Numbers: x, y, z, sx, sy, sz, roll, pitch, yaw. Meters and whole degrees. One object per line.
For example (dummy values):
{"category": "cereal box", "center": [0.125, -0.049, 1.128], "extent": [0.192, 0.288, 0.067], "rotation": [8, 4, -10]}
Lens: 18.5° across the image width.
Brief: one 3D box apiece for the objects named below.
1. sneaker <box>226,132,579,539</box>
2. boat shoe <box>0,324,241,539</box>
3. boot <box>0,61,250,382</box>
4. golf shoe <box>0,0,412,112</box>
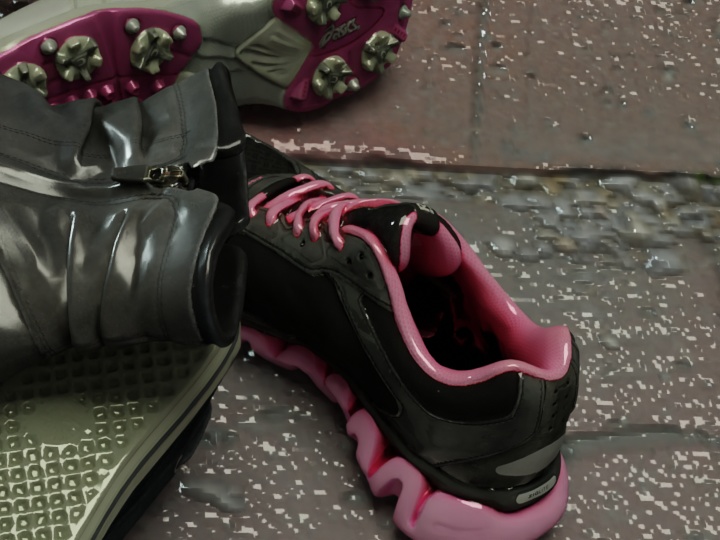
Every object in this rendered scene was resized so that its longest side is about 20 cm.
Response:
{"category": "sneaker", "center": [0.000, 0.000, 0.736], "extent": [0.079, 0.096, 0.200], "rotation": [-32, 61, -33]}
{"category": "boat shoe", "center": [-0.108, 0.076, 0.664], "extent": [0.075, 0.062, 0.200], "rotation": [34, 61, 14]}
{"category": "boot", "center": [-0.099, -0.043, 0.688], "extent": [0.131, 0.070, 0.201], "rotation": [-14, 55, 4]}
{"category": "golf shoe", "center": [-0.078, -0.089, 0.823], "extent": [0.200, 0.076, 0.091], "rotation": [-19, 43, -34]}
